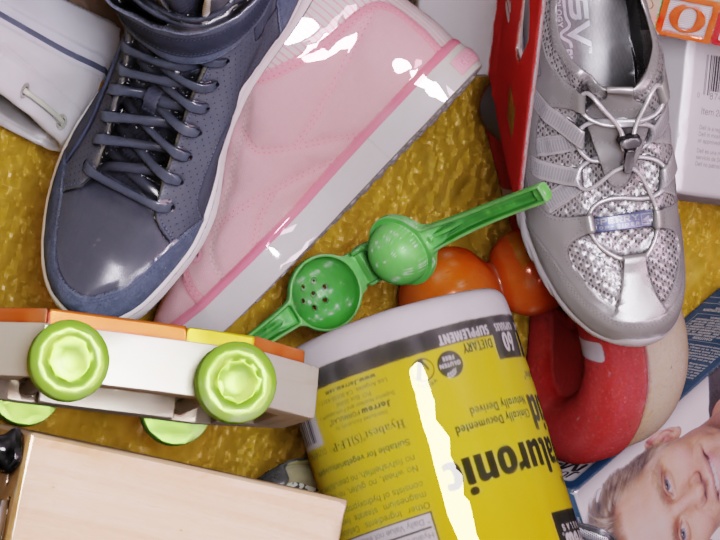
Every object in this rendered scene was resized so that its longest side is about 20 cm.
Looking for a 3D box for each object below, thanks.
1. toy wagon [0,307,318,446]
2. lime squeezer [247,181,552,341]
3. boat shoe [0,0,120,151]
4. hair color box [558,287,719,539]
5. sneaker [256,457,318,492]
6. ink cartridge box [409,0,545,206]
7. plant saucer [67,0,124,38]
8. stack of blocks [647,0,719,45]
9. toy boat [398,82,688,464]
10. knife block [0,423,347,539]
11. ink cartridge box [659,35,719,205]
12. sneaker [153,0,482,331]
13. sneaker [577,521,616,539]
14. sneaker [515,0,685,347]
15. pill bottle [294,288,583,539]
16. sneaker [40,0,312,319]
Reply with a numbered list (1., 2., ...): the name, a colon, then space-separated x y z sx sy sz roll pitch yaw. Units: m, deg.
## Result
1. toy wagon: -0.121 0.042 1.186 0.199 0.155 0.040 8 81 -13
2. lime squeezer: 0.000 0.000 1.313 0.038 0.199 0.071 63 12 6
3. boat shoe: -0.178 -0.099 1.170 0.199 0.073 0.067 20 84 -43
4. hair color box: 0.171 0.102 1.527 0.200 0.060 0.101 -37 118 -33
5. sneaker: 0.009 0.173 1.354 0.077 0.089 0.201 -34 120 -5
6. ink cartridge box: 0.050 -0.159 1.269 0.201 0.044 0.177 94 -6 -49
7. plant saucer: -0.069 -0.180 1.293 0.199 0.029 0.202 -6 98 -43
8. stack of blocks: 0.168 -0.172 1.365 0.116 0.199 0.059 101 0 -47
9. toy boat: 0.082 0.004 1.412 0.130 0.131 0.201 -18 109 -8
10. knife block: -0.125 0.102 1.184 0.175 0.199 0.064 23 79 -72
11. ink cartridge box: 0.195 -0.136 1.502 0.145 0.084 0.202 6 90 -43
12. sneaker: -0.047 -0.057 1.281 0.105 0.200 0.075 43 18 -2
13. sneaker: 0.062 0.114 1.391 0.075 0.113 0.201 -41 121 -32
14. sneaker: 0.107 -0.063 1.293 0.074 0.082 0.201 -13 89 -10
15. pill bottle: 0.043 0.118 1.295 0.111 0.111 0.201 -11 81 -41
16. sneaker: -0.087 -0.079 1.158 0.146 0.077 0.203 51 63 -78
